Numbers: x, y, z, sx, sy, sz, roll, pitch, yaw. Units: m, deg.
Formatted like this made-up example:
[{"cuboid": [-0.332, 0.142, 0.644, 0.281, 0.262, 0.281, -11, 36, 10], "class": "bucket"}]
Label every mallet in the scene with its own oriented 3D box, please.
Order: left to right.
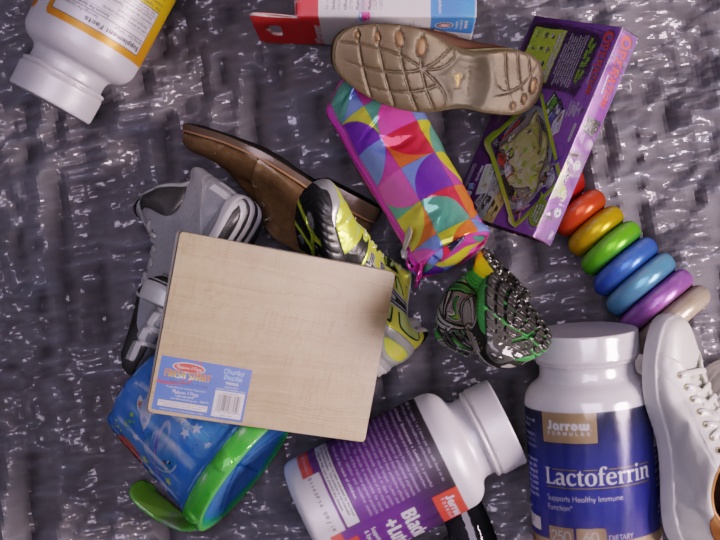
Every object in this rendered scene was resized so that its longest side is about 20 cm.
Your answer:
[{"cuboid": [0.028, 0.261, 1.348, 0.199, 0.041, 0.066, -13, 88, 5], "class": "mallet"}]

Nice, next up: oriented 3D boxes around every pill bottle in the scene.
[{"cuboid": [-0.236, -0.240, 1.339, 0.111, 0.111, 0.200, 28, 89, 3], "class": "pill bottle"}, {"cuboid": [0.042, 0.179, 1.311, 0.199, 0.111, 0.112, -27, 87, 1], "class": "pill bottle"}, {"cuboid": [0.204, 0.150, 1.294, 0.115, 0.116, 0.201, -5, 95, 1], "class": "pill bottle"}]

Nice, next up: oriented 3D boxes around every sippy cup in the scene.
[{"cuboid": [-0.149, 0.140, 1.313, 0.130, 0.140, 0.178, 38, 82, 11], "class": "sippy cup"}]

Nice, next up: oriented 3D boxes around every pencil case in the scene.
[{"cuboid": [0.041, -0.089, 1.323, 0.088, 0.088, 0.200, -28, 75, 0], "class": "pencil case"}]

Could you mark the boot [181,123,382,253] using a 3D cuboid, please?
[{"cuboid": [-0.085, -0.071, 1.351, 0.200, 0.074, 0.076, 28, 99, 1], "class": "boot"}]

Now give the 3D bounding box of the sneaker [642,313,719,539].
[{"cuboid": [0.296, 0.133, 1.245, 0.084, 0.073, 0.201, -9, 89, 44], "class": "sneaker"}]

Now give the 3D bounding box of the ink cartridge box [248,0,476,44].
[{"cuboid": [0.003, -0.248, 1.329, 0.199, 0.116, 0.068, 1, 86, 1], "class": "ink cartridge box"}]

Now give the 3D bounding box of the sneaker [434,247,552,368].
[{"cuboid": [0.110, 0.050, 1.278, 0.078, 0.200, 0.085, 43, 100, -8], "class": "sneaker"}]

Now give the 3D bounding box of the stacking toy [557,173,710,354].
[{"cuboid": [0.223, -0.022, 1.337, 0.085, 0.085, 0.200, -41, 80, 0], "class": "stacking toy"}]

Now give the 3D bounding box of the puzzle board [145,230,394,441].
[{"cuboid": [-0.075, 0.058, 1.241, 0.199, 0.017, 0.151, 11, 90, -24], "class": "puzzle board"}]

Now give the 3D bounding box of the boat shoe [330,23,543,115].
[{"cuboid": [0.062, -0.178, 1.301, 0.199, 0.068, 0.072, 6, 104, -23], "class": "boat shoe"}]

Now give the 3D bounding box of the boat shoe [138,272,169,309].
[{"cuboid": [-0.113, 0.018, 1.295, 0.071, 0.200, 0.064, 20, 93, 38], "class": "boat shoe"}]

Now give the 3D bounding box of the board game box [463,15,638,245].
[{"cuboid": [0.164, -0.130, 1.324, 0.032, 0.120, 0.201, 24, 89, -33], "class": "board game box"}]

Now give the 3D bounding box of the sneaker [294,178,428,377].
[{"cuboid": [0.000, 0.000, 1.322, 0.076, 0.075, 0.201, -28, 121, -14], "class": "sneaker"}]

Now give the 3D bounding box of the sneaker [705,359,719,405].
[{"cuboid": [0.322, 0.177, 1.309, 0.078, 0.099, 0.201, 7, 88, 2], "class": "sneaker"}]

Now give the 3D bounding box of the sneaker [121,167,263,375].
[{"cuboid": [-0.180, -0.007, 1.357, 0.115, 0.075, 0.200, 40, 101, 26], "class": "sneaker"}]
